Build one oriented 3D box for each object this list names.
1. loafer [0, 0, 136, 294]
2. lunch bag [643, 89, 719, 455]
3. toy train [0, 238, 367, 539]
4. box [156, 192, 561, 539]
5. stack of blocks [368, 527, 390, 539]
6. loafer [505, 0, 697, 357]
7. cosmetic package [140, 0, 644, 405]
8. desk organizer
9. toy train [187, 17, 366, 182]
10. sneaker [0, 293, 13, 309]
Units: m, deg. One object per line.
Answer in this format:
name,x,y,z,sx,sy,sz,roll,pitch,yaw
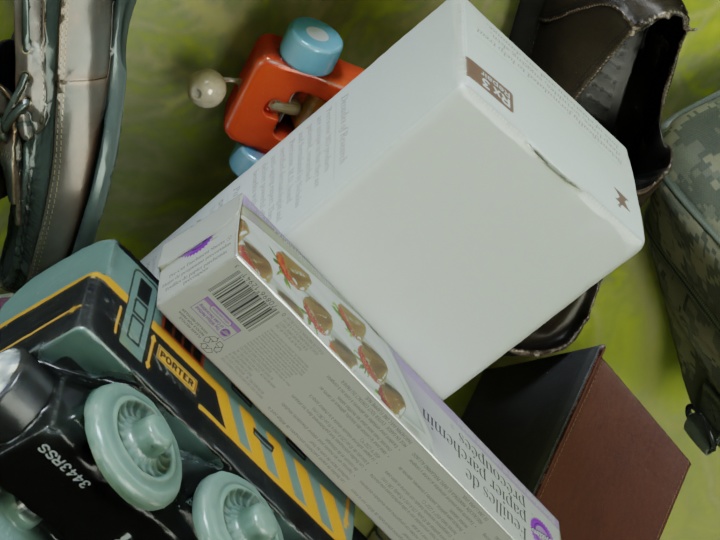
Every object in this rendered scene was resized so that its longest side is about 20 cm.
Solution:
loafer,-0.115,-0.084,0.948,0.063,0.072,0.200,7,112,-18
lunch bag,0.233,-0.007,1.178,0.200,0.139,0.168,-27,148,-14
toy train,-0.062,0.081,0.944,0.085,0.114,0.200,-30,121,28
box,0.002,0.055,0.971,0.041,0.039,0.200,-32,121,23
stack of blocks,0.006,0.198,1.218,0.115,0.059,0.200,18,110,-40
loafer,0.087,-0.042,1.095,0.073,0.071,0.200,-8,124,-28
cosmetic package,0.000,0.000,1.000,0.200,0.074,0.102,-38,117,23
desk organizer,0.064,0.134,1.118,0.077,0.072,0.200,48,50,-25
toy train,-0.015,-0.014,1.067,0.150,0.056,0.200,15,125,-10
sneaker,-0.102,0.087,1.064,0.088,0.081,0.200,-25,130,36
